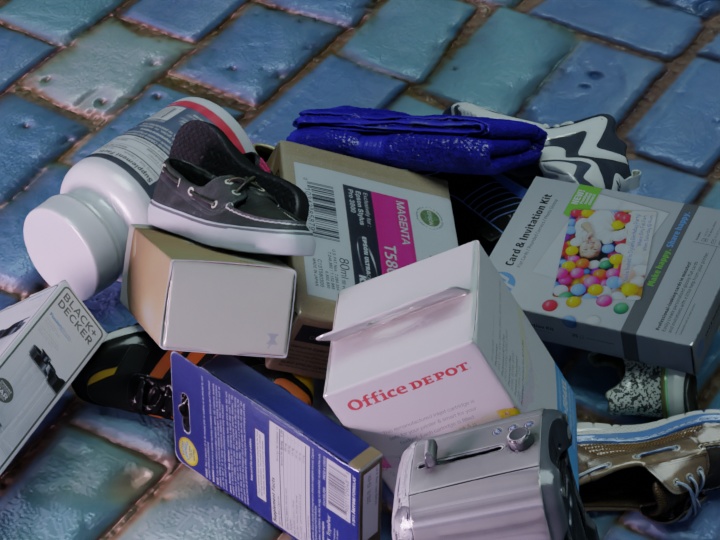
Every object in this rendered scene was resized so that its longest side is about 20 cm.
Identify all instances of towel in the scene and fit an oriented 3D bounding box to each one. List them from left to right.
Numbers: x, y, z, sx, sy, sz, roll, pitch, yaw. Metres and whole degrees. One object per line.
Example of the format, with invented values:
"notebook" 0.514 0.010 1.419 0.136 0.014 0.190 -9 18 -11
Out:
"towel" 0.051 -0.121 1.891 0.199 0.050 0.148 7 12 24

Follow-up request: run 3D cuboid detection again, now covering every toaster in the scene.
"toaster" 0.101 0.197 1.530 0.129 0.201 0.114 -9 35 14

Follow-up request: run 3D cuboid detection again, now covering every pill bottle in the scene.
"pill bottle" -0.193 -0.059 1.874 0.119 0.120 0.200 28 46 29

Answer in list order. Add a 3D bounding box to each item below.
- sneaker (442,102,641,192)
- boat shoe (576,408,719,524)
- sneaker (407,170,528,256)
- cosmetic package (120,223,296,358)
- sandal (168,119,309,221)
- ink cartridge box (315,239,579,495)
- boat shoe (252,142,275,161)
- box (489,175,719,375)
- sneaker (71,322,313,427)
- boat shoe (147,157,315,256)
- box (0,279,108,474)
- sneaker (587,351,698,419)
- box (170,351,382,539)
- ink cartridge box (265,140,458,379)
"sneaker" 0.177 -0.110 1.996 0.129 0.080 0.199 -16 29 -39
"boat shoe" 0.238 0.161 1.665 0.199 0.072 0.073 -6 43 6
"sneaker" 0.114 -0.041 1.905 0.199 0.070 0.078 21 37 22
"cosmetic package" -0.124 0.014 1.693 0.105 0.071 0.200 5 7 -17
"sandal" -0.098 -0.065 1.770 0.045 0.075 0.200 12 15 -43
"ink cartridge box" 0.066 0.085 1.611 0.128 0.200 0.125 -21 33 20
"boat shoe" -0.020 -0.061 1.916 0.199 0.076 0.072 19 38 16
"box" 0.210 0.001 1.779 0.199 0.041 0.156 12 49 26
"sneaker" -0.135 0.095 1.721 0.199 0.070 0.090 0 35 -6
"boat shoe" -0.106 -0.050 1.689 0.068 0.057 0.200 3 8 -39
"box" -0.294 0.102 1.668 0.116 0.060 0.200 -24 22 37
"sneaker" 0.234 0.054 1.795 0.088 0.077 0.200 -4 36 6
"box" -0.065 0.141 1.624 0.200 0.122 0.032 30 47 30
"ink cartridge box" 0.000 0.000 1.773 0.164 0.075 0.201 12 45 -22
